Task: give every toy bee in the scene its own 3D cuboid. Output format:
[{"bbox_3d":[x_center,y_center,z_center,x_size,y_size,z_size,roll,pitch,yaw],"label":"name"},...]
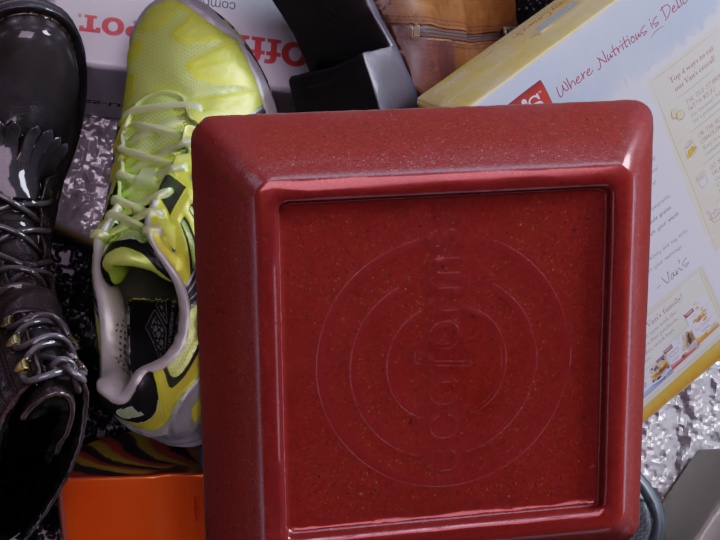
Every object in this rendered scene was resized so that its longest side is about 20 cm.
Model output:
[{"bbox_3d":[-0.042,0.108,0.737,0.198,0.109,0.132,22,108,2],"label":"toy bee"}]

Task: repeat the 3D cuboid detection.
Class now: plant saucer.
[{"bbox_3d":[0.032,0.034,0.624,0.198,0.037,0.202,-3,103,-10],"label":"plant saucer"}]

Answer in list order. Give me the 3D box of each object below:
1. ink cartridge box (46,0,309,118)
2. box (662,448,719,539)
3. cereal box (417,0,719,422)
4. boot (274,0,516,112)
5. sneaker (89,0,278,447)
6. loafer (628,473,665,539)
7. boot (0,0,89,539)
[{"bbox_3d":[-0.085,-0.181,0.758,0.143,0.084,0.202,5,82,-15],"label":"ink cartridge box"},{"bbox_3d":[0.167,0.195,0.784,0.082,0.068,0.201,38,76,-7],"label":"box"},{"bbox_3d":[0.126,-0.035,0.699,0.143,0.039,0.201,-35,120,-12],"label":"cereal box"},{"bbox_3d":[0.032,-0.152,0.726,0.200,0.068,0.190,-26,100,-56],"label":"boot"},{"bbox_3d":[-0.079,-0.026,0.652,0.075,0.076,0.202,-7,79,19],"label":"sneaker"},{"bbox_3d":[0.085,0.072,0.789,0.072,0.063,0.201,-39,79,10],"label":"loafer"},{"bbox_3d":[-0.144,0.003,0.645,0.069,0.174,0.202,4,119,-27],"label":"boot"}]
